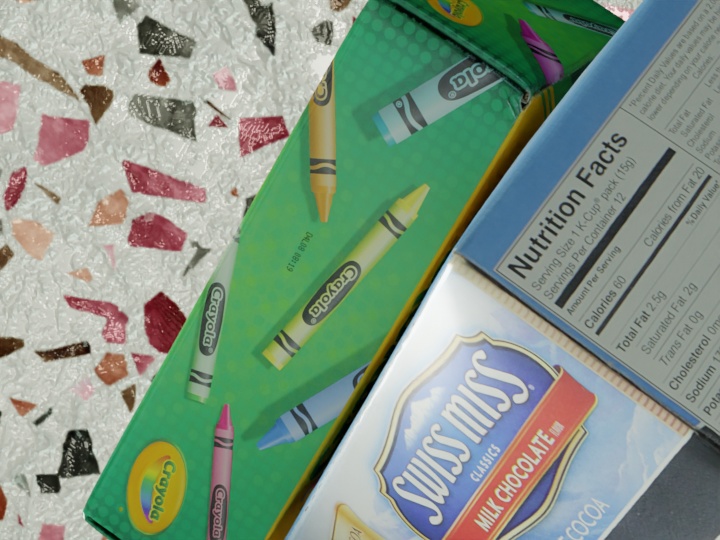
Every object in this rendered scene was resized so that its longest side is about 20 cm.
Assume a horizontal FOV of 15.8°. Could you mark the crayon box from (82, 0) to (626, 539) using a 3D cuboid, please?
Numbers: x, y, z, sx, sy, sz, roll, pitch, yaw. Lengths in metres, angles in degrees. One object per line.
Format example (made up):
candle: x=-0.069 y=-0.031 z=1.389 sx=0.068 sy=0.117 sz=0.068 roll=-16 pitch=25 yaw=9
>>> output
crayon box: x=0.000 y=0.000 z=0.821 sx=0.200 sy=0.058 sz=0.119 roll=-59 pitch=-10 yaw=23

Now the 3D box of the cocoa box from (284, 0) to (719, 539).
cocoa box: x=0.081 y=0.035 z=0.730 sx=0.133 sy=0.131 sz=0.200 roll=-51 pitch=-6 yaw=-31
